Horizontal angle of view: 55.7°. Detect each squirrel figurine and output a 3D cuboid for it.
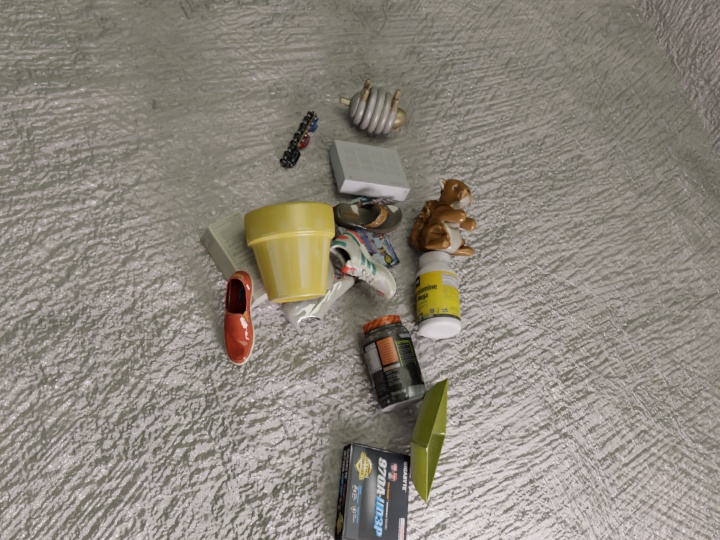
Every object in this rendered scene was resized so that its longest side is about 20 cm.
[{"bbox_3d":[0.212,-0.144,1.793,0.139,0.198,0.192,11,84,-39],"label":"squirrel figurine"}]

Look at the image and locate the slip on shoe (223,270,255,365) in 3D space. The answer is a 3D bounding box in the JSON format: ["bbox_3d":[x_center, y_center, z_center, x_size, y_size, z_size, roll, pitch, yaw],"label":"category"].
[{"bbox_3d":[-0.267,0.103,1.472,0.072,0.061,0.206,3,93,10],"label":"slip on shoe"}]

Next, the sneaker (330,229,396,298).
[{"bbox_3d":[0.000,-0.001,1.638,0.201,0.070,0.093,51,45,6],"label":"sneaker"}]

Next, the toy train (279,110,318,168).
[{"bbox_3d":[-0.155,-0.345,1.791,0.045,0.034,0.203,32,57,-15],"label":"toy train"}]

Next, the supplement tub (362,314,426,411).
[{"bbox_3d":[0.075,0.217,1.600,0.120,0.122,0.205,-5,70,-29],"label":"supplement tub"}]

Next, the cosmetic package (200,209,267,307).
[{"bbox_3d":[-0.266,-0.025,1.559,0.103,0.073,0.202,-30,84,-35],"label":"cosmetic package"}]

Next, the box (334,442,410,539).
[{"bbox_3d":[0.030,0.496,1.492,0.155,0.046,0.205,18,60,-20],"label":"box"}]

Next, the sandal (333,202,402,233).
[{"bbox_3d":[0.025,-0.145,1.733,0.195,0.055,0.084,6,64,-26],"label":"sandal"}]

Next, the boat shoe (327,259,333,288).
[{"bbox_3d":[-0.112,-0.026,1.618,0.071,0.059,0.203,32,33,-43],"label":"boat shoe"}]

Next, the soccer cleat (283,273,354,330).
[{"bbox_3d":[-0.092,0.074,1.616,0.197,0.069,0.079,-26,86,-27],"label":"soccer cleat"}]

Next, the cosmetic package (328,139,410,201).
[{"bbox_3d":[0.023,-0.267,1.819,0.195,0.052,0.153,5,48,-26],"label":"cosmetic package"}]

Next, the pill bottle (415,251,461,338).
[{"bbox_3d":[0.196,0.061,1.743,0.110,0.112,0.205,10,63,-23],"label":"pill bottle"}]

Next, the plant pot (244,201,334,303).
[{"bbox_3d":[-0.146,-0.033,1.480,0.196,0.200,0.195,-5,84,-29],"label":"plant pot"}]

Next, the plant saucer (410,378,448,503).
[{"bbox_3d":[0.152,0.377,1.533,0.047,0.204,0.202,9,40,16],"label":"plant saucer"}]

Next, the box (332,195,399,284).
[{"bbox_3d":[0.001,-0.081,1.748,0.135,0.040,0.203,-22,79,-33],"label":"box"}]

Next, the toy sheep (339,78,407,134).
[{"bbox_3d":[0.037,-0.447,1.883,0.195,0.139,0.141,19,59,-7],"label":"toy sheep"}]
